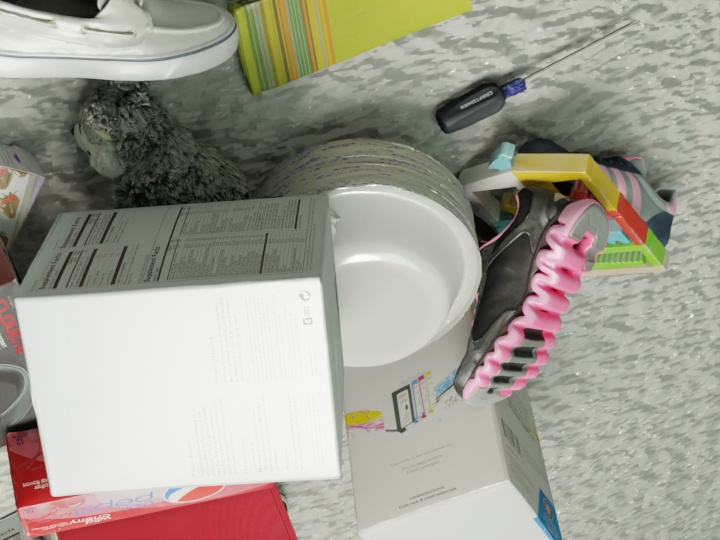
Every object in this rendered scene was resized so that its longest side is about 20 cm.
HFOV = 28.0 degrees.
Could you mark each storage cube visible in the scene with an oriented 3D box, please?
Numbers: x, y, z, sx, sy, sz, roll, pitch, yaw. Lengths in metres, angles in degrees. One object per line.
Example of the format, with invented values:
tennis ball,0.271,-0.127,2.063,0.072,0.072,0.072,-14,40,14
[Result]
storage cube,-0.167,0.213,1.215,0.179,0.201,0.171,-17,156,-16

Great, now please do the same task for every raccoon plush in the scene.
raccoon plush,-0.118,-0.088,1.081,0.198,0.097,0.135,-4,130,3

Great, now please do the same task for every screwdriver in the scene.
screwdriver,0.155,-0.167,1.234,0.199,0.029,0.028,-24,133,-4

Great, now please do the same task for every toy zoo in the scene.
toy zoo,0.175,-0.052,1.284,0.200,0.131,0.021,42,55,-43

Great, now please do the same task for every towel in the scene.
towel,-0.005,-0.206,1.128,0.199,0.018,0.086,-23,138,-13

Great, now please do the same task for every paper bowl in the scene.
paper bowl,0.000,0.000,1.189,0.199,0.105,0.202,-3,133,-3

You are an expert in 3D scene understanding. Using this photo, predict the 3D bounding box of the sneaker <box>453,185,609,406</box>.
sneaker,0.127,0.017,1.223,0.079,0.095,0.201,25,96,-54

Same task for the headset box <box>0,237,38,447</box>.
headset box,-0.312,0.069,1.069,0.199,0.077,0.149,-24,135,-12

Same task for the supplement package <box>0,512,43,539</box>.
supplement package,-0.312,0.352,1.261,0.150,0.200,0.152,-26,133,-9

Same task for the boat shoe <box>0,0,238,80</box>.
boat shoe,-0.180,-0.179,1.015,0.199,0.072,0.066,-2,131,-18

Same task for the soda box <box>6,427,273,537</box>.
soda box,-0.167,0.147,1.114,0.199,0.064,0.070,-11,152,-12

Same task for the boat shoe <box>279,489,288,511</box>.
boat shoe,-0.114,0.300,1.429,0.074,0.062,0.201,6,120,-31

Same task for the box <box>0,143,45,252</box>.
box,-0.300,-0.004,1.101,0.039,0.041,0.201,14,116,-37

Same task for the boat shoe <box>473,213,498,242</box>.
boat shoe,0.076,-0.016,1.290,0.076,0.072,0.200,-43,123,16

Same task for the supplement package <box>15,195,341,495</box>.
supplement package,-0.117,0.048,1.012,0.198,0.151,0.153,-4,114,2

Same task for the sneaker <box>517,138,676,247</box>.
sneaker,0.219,-0.082,1.330,0.200,0.070,0.082,35,75,-38

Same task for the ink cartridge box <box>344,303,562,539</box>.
ink cartridge box,0.079,0.162,1.312,0.144,0.201,0.147,-22,137,16
